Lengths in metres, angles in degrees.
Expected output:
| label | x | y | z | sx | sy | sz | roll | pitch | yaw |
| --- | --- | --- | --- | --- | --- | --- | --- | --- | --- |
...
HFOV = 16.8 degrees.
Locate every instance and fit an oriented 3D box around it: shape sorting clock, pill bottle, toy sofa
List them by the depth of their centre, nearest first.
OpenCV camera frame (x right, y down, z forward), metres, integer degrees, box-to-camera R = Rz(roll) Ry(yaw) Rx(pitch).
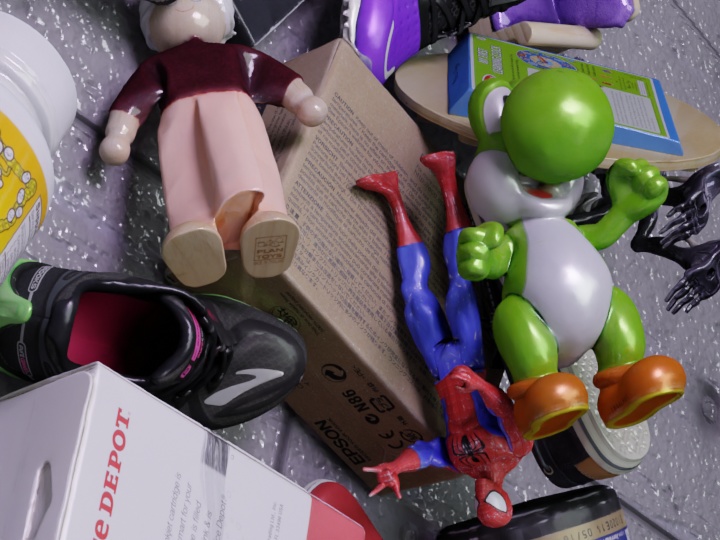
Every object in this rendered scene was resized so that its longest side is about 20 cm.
| label | x | y | z | sx | sy | sz | roll | pitch | yaw |
| --- | --- | --- | --- | --- | --- | --- | --- | --- | --- |
| pill bottle | -0.207 | -0.028 | 1.110 | 0.113 | 0.112 | 0.201 | 51 | 43 | -23 |
| pill bottle | 0.120 | 0.232 | 1.400 | 0.112 | 0.111 | 0.201 | -11 | 84 | -51 |
| shape sorting clock | 0.116 | -0.092 | 1.440 | 0.199 | 0.199 | 0.039 | -11 | 122 | -51 |
| toy sofa | 0.102 | -0.237 | 1.570 | 0.083 | 0.097 | 0.202 | -2 | 78 | -50 |

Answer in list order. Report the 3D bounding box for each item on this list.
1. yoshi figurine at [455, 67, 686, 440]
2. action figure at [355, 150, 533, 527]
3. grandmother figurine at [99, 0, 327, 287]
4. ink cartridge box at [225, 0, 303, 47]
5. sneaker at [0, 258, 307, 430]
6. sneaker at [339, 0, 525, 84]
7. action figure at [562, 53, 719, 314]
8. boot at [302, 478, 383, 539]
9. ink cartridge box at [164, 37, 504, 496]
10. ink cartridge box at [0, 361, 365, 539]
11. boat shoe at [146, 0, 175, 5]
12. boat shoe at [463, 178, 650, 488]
| label | x | y | z | sx | sy | sz | roll | pitch | yaw |
| --- | --- | --- | --- | --- | --- | --- | --- | --- | --- |
| yoshi figurine | 0.105 | -0.021 | 1.277 | 0.112 | 0.111 | 0.201 | 24 | 48 | -60 |
| action figure | 0.037 | 0.043 | 1.293 | 0.099 | 0.065 | 0.201 | -12 | 84 | -60 |
| grandmother figurine | -0.078 | -0.084 | 1.285 | 0.120 | 0.061 | 0.201 | -2 | 49 | -17 |
| ink cartridge box | -0.050 | -0.208 | 1.425 | 0.095 | 0.037 | 0.200 | 60 | 36 | -16 |
| sneaker | -0.099 | 0.044 | 1.223 | 0.199 | 0.083 | 0.077 | 10 | 90 | -43 |
| sneaker | 0.051 | -0.174 | 1.457 | 0.070 | 0.099 | 0.201 | 95 | 14 | -44 |
| action figure | 0.152 | -0.059 | 1.546 | 0.102 | 0.200 | 0.119 | -28 | 129 | -15 |
| boot | 0.049 | 0.191 | 1.307 | 0.072 | 0.144 | 0.201 | -39 | 105 | -47 |
| ink cartridge box | 0.000 | 0.000 | 1.375 | 0.200 | 0.075 | 0.165 | 48 | 43 | -27 |
| ink cartridge box | -0.099 | 0.157 | 1.190 | 0.200 | 0.083 | 0.148 | 36 | 51 | -37 |
| boat shoe | -0.171 | -0.189 | 1.254 | 0.200 | 0.072 | 0.066 | 36 | 57 | -29 |
| boat shoe | 0.098 | 0.031 | 1.377 | 0.074 | 0.062 | 0.201 | -1 | 62 | -46 |
